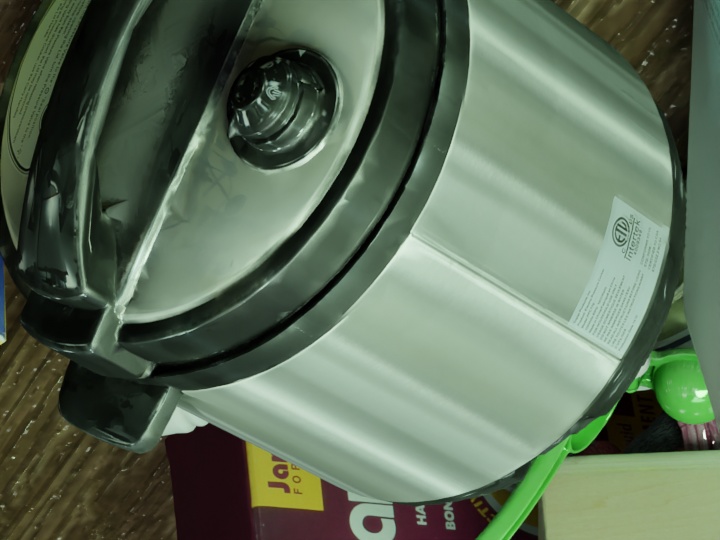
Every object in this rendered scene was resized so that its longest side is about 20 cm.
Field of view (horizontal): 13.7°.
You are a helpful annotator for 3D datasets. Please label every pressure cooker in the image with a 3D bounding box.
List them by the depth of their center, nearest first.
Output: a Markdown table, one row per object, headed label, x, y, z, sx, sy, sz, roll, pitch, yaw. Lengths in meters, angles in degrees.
| label | x | y | z | sx | sy | sz | roll | pitch | yaw |
| --- | --- | --- | --- | --- | --- | --- | --- | --- | --- |
| pressure cooker | -0.015 | -0.035 | 0.924 | 0.178 | 0.176 | 0.200 | -30 | 143 | 26 |

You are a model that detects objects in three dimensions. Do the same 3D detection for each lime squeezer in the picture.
| label | x | y | z | sx | sy | sz | roll | pitch | yaw |
| --- | --- | --- | --- | --- | --- | --- | --- | --- | --- |
| lime squeezer | 0.117 | 0.056 | 1.135 | 0.199 | 0.071 | 0.038 | -16 | 128 | -16 |

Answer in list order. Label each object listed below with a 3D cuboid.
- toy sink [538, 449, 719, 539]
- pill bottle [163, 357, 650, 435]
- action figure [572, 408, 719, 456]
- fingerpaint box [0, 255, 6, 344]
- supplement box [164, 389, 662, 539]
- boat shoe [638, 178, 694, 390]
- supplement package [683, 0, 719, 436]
| label | x | y | z | sx | sy | sz | roll | pitch | yaw |
| --- | --- | --- | --- | --- | --- | --- | --- | --- | --- |
| toy sink | 0.136 | 0.180 | 1.168 | 0.130 | 0.112 | 0.201 | -2 | 127 | 0 |
| pill bottle | 0.000 | 0.000 | 1.113 | 0.199 | 0.120 | 0.120 | -11 | 146 | 8 |
| action figure | 0.183 | 0.058 | 1.195 | 0.199 | 0.134 | 0.149 | -19 | 165 | -12 |
| fingerpaint box | -0.202 | -0.073 | 0.929 | 0.073 | 0.167 | 0.200 | -25 | 143 | 25 |
| supplement box | 0.029 | 0.107 | 1.267 | 0.199 | 0.131 | 0.103 | 6 | 144 | -19 |
| boat shoe | 0.155 | -0.027 | 1.159 | 0.200 | 0.072 | 0.062 | -38 | 121 | 25 |
| supplement package | 0.179 | -0.038 | 1.037 | 0.116 | 0.117 | 0.201 | -4 | 125 | -4 |
